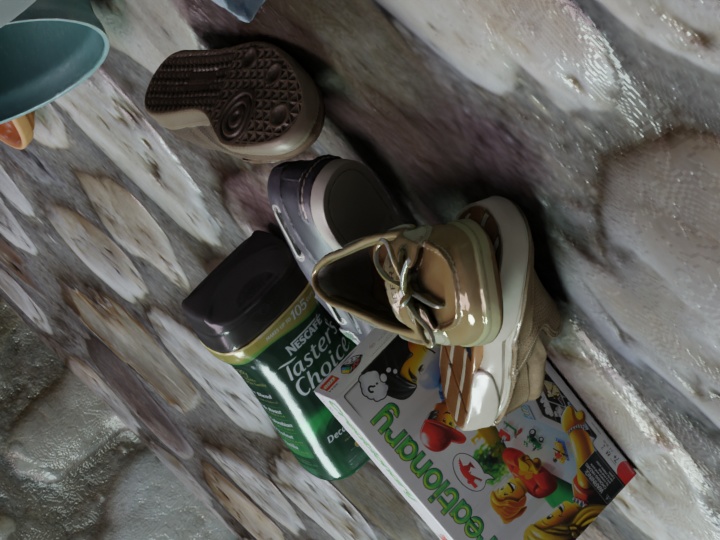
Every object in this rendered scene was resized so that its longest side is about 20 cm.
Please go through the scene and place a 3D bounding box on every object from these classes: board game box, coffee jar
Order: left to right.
[{"bbox_3d":[-0.051,0.067,1.662,0.200,0.104,0.085,53,165,-31],"label":"coffee jar"},{"bbox_3d":[0.077,0.105,1.357,0.200,0.126,0.035,50,166,-22],"label":"board game box"}]

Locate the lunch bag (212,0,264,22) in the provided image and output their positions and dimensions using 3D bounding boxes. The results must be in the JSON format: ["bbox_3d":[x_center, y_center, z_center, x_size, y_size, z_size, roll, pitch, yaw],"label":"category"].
[{"bbox_3d":[-0.087,-0.226,0.884,0.170,0.127,0.200,42,176,21],"label":"lunch bag"}]

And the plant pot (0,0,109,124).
[{"bbox_3d":[-0.294,-0.192,1.491,0.200,0.200,0.135,112,139,-75],"label":"plant pot"}]

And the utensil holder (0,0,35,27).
[{"bbox_3d":[-0.236,-0.250,1.151,0.200,0.170,0.170,43,166,-1],"label":"utensil holder"}]

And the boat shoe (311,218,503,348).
[{"bbox_3d":[0.028,0.010,1.208,0.200,0.062,0.074,175,87,-73],"label":"boat shoe"}]

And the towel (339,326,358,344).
[{"bbox_3d":[0.077,0.109,1.570,0.200,0.031,0.149,50,166,-21],"label":"towel"}]

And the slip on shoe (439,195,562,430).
[{"bbox_3d":[0.089,0.025,1.243,0.200,0.060,0.076,93,161,-50],"label":"slip on shoe"}]

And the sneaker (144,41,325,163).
[{"bbox_3d":[-0.062,-0.102,1.329,0.075,0.071,0.200,26,178,-32],"label":"sneaker"}]

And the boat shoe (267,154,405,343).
[{"bbox_3d":[0.000,0.000,1.360,0.063,0.073,0.200,12,145,37],"label":"boat shoe"}]

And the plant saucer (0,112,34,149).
[{"bbox_3d":[-0.372,-0.198,1.963,0.200,0.037,0.200,41,165,14],"label":"plant saucer"}]
